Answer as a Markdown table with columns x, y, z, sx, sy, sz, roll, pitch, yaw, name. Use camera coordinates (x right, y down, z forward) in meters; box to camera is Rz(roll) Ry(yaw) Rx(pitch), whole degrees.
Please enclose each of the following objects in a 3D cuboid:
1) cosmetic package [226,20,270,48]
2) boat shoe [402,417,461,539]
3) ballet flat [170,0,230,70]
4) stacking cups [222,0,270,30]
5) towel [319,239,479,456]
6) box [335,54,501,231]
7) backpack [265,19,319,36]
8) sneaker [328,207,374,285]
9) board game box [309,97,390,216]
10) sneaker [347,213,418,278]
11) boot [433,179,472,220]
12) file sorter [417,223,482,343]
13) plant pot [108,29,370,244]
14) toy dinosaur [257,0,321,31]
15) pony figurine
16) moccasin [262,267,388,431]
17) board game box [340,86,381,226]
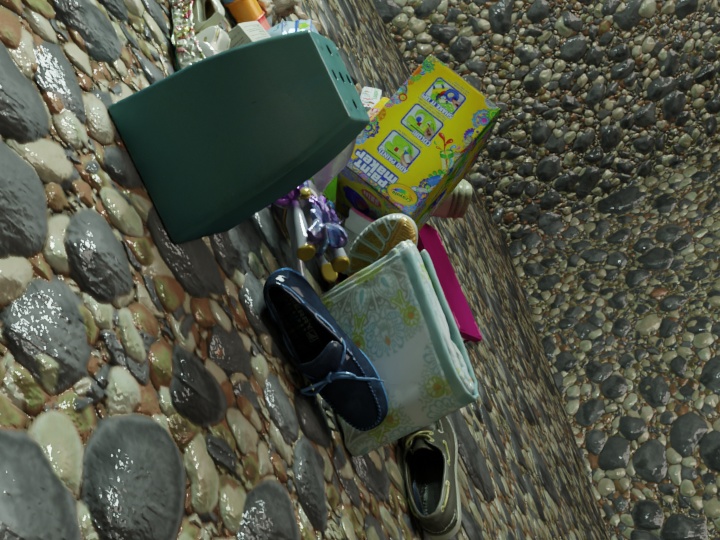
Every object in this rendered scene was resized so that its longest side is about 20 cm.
| x | y | z | sx | sy | sz | roll | pitch | yaw | name |
| --- | --- | --- | --- | --- | --- | --- | --- | --- | --- |
| -0.107 | -0.228 | 1.082 | 0.200 | 0.073 | 0.104 | 51 | 18 | -9 | cosmetic package |
| 0.090 | 0.249 | 1.078 | 0.060 | 0.071 | 0.203 | 56 | 21 | -45 | boat shoe |
| -0.190 | -0.285 | 0.982 | 0.076 | 0.064 | 0.202 | 33 | 35 | -52 | ballet flat |
| -0.189 | -0.429 | 1.214 | 0.201 | 0.060 | 0.061 | 56 | 17 | -31 | stacking cups |
| 0.031 | 0.088 | 0.935 | 0.048 | 0.171 | 0.202 | 13 | 51 | -52 | towel |
| 0.071 | -0.147 | 1.115 | 0.122 | 0.193 | 0.200 | 39 | -13 | 6 | box |
| -0.086 | -0.267 | 1.203 | 0.200 | 0.153 | 0.164 | 43 | 30 | -26 | backpack |
| 0.000 | 0.000 | 1.137 | 0.081 | 0.088 | 0.200 | 33 | -16 | 32 | sneaker |
| 0.001 | -0.168 | 1.210 | 0.030 | 0.200 | 0.096 | 33 | -21 | 40 | board game box |
| 0.026 | 0.005 | 1.033 | 0.075 | 0.201 | 0.087 | 37 | 35 | 17 | sneaker |
| 0.090 | -0.112 | 1.330 | 0.200 | 0.153 | 0.073 | 155 | -66 | -80 | boot |
| 0.084 | 0.036 | 1.287 | 0.139 | 0.125 | 0.202 | 25 | 42 | -66 | file sorter |
| -0.101 | -0.139 | 0.792 | 0.142 | 0.199 | 0.141 | 64 | 14 | -2 | plant pot |
| -0.149 | -0.443 | 1.325 | 0.199 | 0.135 | 0.087 | -4 | 107 | -47 | toy dinosaur |
| -0.072 | -0.084 | 0.959 | 0.194 | 0.165 | 0.201 | 99 | -23 | -54 | pony figurine |
| -0.047 | 0.093 | 0.875 | 0.200 | 0.080 | 0.068 | 51 | 13 | 0 | moccasin |
| 0.001 | -0.180 | 1.312 | 0.127 | 0.034 | 0.202 | -82 | -179 | -64 | board game box |
